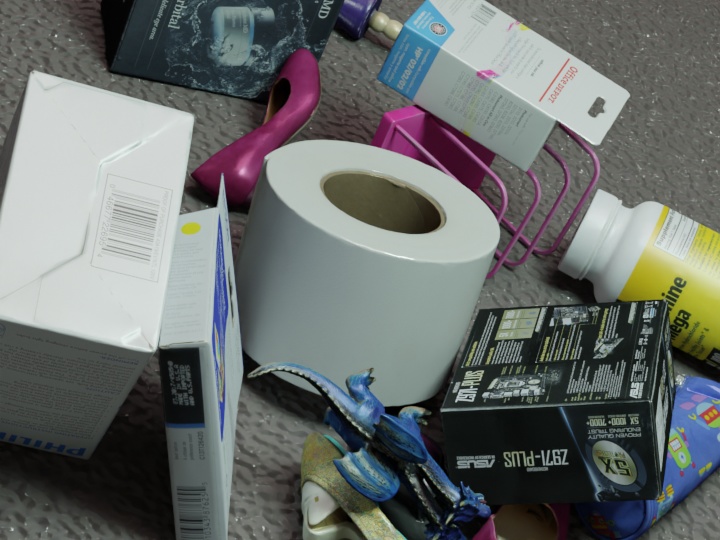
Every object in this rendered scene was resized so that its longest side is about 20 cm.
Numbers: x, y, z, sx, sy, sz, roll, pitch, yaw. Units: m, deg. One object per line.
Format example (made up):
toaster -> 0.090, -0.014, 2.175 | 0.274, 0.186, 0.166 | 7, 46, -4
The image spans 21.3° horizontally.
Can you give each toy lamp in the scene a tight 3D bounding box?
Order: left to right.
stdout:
toy lamp -> 0.056, -0.242, 2.010 | 0.199, 0.058, 0.058 | 30, 36, 3

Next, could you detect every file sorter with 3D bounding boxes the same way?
file sorter -> 0.102, -0.071, 1.747 | 0.200, 0.139, 0.125 | -20, 56, -45

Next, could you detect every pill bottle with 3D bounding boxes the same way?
pill bottle -> 0.291, 0.007, 1.782 | 0.199, 0.113, 0.113 | 27, 35, 5

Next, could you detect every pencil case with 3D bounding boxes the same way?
pencil case -> 0.252, 0.152, 1.601 | 0.200, 0.078, 0.087 | -28, 89, -49

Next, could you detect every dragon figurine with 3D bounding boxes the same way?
dragon figurine -> 0.014, 0.127, 1.394 | 0.200, 0.059, 0.100 | 38, 14, -27

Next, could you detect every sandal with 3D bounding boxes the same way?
sandal -> 0.031, 0.142, 1.503 | 0.075, 0.048, 0.201 | 11, 35, -23

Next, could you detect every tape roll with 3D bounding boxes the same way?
tape roll -> 0.000, 0.000, 1.569 | 0.202, 0.140, 0.203 | 14, 26, -7

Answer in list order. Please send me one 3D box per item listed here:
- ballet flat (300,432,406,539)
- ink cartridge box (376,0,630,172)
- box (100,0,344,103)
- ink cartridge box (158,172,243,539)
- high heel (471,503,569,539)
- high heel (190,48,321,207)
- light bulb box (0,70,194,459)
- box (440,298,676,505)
ballet flat -> -0.003, 0.200, 1.408 | 0.070, 0.071, 0.200 | -11, 48, -39
ink cartridge box -> 0.129, -0.165, 1.704 | 0.200, 0.068, 0.115 | 33, 38, 4
box -> -0.125, -0.281, 1.829 | 0.199, 0.197, 0.118 | 9, 39, -21
ink cartridge box -> -0.116, 0.066, 1.395 | 0.047, 0.198, 0.200 | -3, 37, -1
high heel -> 0.125, 0.194, 1.458 | 0.067, 0.096, 0.200 | 36, 37, 16
high heel -> -0.094, -0.142, 1.756 | 0.096, 0.067, 0.201 | 23, 47, -18
light bulb box -> -0.215, 0.001, 1.366 | 0.124, 0.200, 0.199 | 15, 60, -14
box -> 0.162, 0.103, 1.520 | 0.163, 0.087, 0.200 | -3, 21, 13
